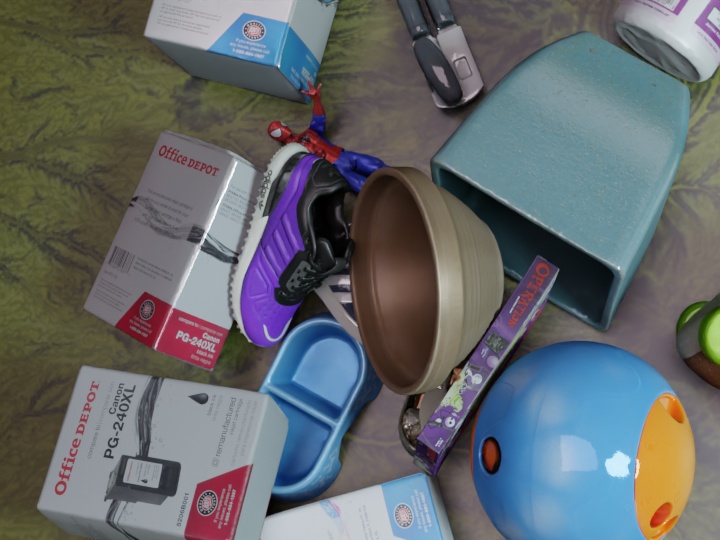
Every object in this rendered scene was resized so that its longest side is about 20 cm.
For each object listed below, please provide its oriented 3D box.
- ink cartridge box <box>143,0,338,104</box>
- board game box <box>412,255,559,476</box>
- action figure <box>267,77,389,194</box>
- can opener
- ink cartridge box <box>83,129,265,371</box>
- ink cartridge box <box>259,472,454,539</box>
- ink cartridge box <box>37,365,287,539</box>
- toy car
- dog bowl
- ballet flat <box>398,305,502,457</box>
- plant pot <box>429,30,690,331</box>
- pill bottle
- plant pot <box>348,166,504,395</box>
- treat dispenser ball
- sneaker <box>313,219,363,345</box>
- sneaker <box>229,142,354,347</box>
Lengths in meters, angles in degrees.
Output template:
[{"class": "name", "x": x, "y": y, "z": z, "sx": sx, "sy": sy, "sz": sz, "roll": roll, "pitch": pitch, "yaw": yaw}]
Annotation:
[{"class": "ink cartridge box", "x": -0.105, "y": -0.296, "z": 1.321, "sx": 0.146, "sy": 0.145, "sz": 0.202, "roll": 15, "pitch": 86, "yaw": 13}, {"class": "board game box", "x": 0.113, "y": 0.090, "z": 1.196, "sx": 0.032, "sy": 0.120, "sz": 0.201, "roll": 33, "pitch": 76, "yaw": 7}, {"class": "action figure", "x": -0.010, "y": -0.115, "z": 1.302, "sx": 0.199, "sy": 0.099, "sz": 0.066, "roll": 26, "pitch": 67, "yaw": 16}, {"class": "can opener", "x": 0.067, "y": -0.259, "z": 1.319, "sx": 0.053, "sy": 0.067, "sz": 0.202, "roll": -22, "pitch": 79, "yaw": 8}, {"class": "ink cartridge box", "x": -0.173, "y": -0.023, "z": 1.301, "sx": 0.145, "sy": 0.083, "sz": 0.202, "roll": 22, "pitch": 87, "yaw": 48}, {"class": "ink cartridge box", "x": -0.008, "y": 0.290, "z": 1.255, "sx": 0.198, "sy": 0.085, "sz": 0.146, "roll": -17, "pitch": 79, "yaw": 8}, {"class": "ink cartridge box", "x": -0.185, "y": 0.183, "z": 1.235, "sx": 0.198, "sy": 0.084, "sz": 0.147, "roll": 7, "pitch": 66, "yaw": 16}, {"class": "toy car", "x": 0.395, "y": 0.088, "z": 1.164, "sx": 0.157, "sy": 0.164, "sz": 0.201, "roll": -39, "pitch": 86, "yaw": 5}, {"class": "dog bowl", "x": -0.054, "y": 0.134, "z": 1.303, "sx": 0.111, "sy": 0.050, "sz": 0.201, "roll": 27, "pitch": 88, "yaw": 14}, {"class": "ballet flat", "x": 0.089, "y": 0.088, "z": 1.271, "sx": 0.067, "sy": 0.064, "sz": 0.202, "roll": 19, "pitch": 87, "yaw": 9}, {"class": "plant pot", "x": 0.200, "y": -0.098, "z": 1.214, "sx": 0.195, "sy": 0.197, "sz": 0.201, "roll": 31, "pitch": 78, "yaw": 14}, {"class": "pill bottle", "x": 0.337, "y": -0.291, "z": 1.244, "sx": 0.112, "sy": 0.112, "sz": 0.201, "roll": 35, "pitch": 91, "yaw": 14}, {"class": "plant pot", "x": 0.067, "y": 0.006, "z": 1.175, "sx": 0.092, "sy": 0.201, "sz": 0.203, "roll": -6, "pitch": 80, "yaw": -21}, {"class": "treat dispenser ball", "x": 0.197, "y": 0.164, "z": 1.167, "sx": 0.199, "sy": 0.201, "sz": 0.203, "roll": -2, "pitch": 82, "yaw": 12}, {"class": "sneaker", "x": 0.000, "y": 0.000, "z": 1.291, "sx": 0.200, "sy": 0.075, "sz": 0.085, "roll": 46, "pitch": 108, "yaw": 13}, {"class": "sneaker", "x": -0.058, "y": -0.010, "z": 1.239, "sx": 0.099, "sy": 0.069, "sz": 0.202, "roll": 25, "pitch": 111, "yaw": 33}]
